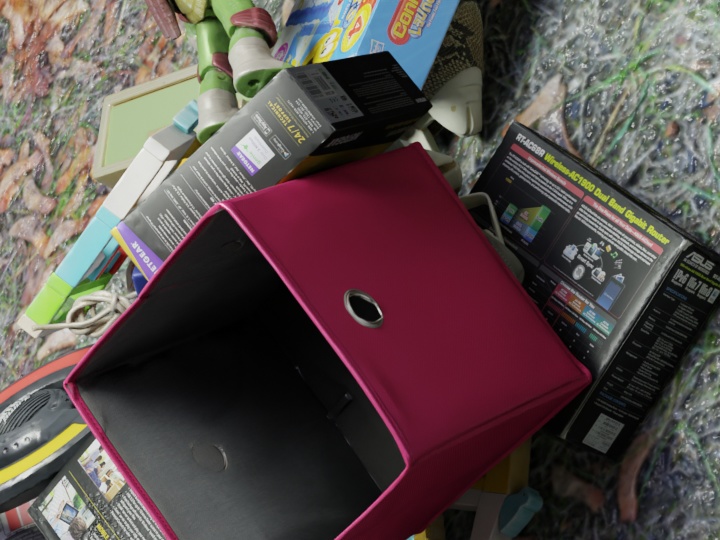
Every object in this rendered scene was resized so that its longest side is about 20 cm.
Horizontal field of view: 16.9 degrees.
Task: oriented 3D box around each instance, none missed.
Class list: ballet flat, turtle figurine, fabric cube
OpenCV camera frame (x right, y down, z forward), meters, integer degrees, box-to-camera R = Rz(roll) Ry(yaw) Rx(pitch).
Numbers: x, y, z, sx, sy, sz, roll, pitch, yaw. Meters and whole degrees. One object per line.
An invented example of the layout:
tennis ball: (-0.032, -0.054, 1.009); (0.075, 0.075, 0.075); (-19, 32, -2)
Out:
ballet flat: (0.043, -0.099, 1.754); (0.075, 0.068, 0.200); (48, 114, 24)
turtle figurine: (-0.070, -0.189, 1.761); (0.143, 0.200, 0.195); (-23, 58, 21)
fabric cube: (-0.019, 0.068, 1.495); (0.197, 0.199, 0.200); (54, 128, 13)
ballet flat: (0.051, -0.042, 1.626); (0.064, 0.068, 0.200); (-30, 45, -4)

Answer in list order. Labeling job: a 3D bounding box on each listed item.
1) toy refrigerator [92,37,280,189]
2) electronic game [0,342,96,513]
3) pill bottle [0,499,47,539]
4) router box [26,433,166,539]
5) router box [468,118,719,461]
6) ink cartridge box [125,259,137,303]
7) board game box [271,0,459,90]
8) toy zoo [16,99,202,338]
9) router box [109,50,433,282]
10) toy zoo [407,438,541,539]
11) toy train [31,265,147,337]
toy refrigerator: (-0.122, -0.117, 1.917); (0.199, 0.070, 0.076); (-14, 61, 41)
electronic game: (-0.243, 0.116, 1.791); (0.199, 0.042, 0.200); (-28, 20, 11)
pill bottle: (-0.240, 0.223, 1.831); (0.116, 0.116, 0.200); (-47, 42, 19)
router box: (-0.124, 0.175, 1.646); (0.149, 0.051, 0.200); (-49, 49, 7)
router box: (0.133, 0.010, 1.597); (0.150, 0.062, 0.200); (-58, 41, 8)
ink cartridge box: (-0.128, 0.022, 1.825); (0.117, 0.067, 0.201); (123, 146, -49)
board game box: (0.017, -0.212, 1.766); (0.196, 0.056, 0.201); (-14, 50, 65)
toy zoo: (-0.173, -0.040, 1.794); (0.020, 0.131, 0.200); (37, 97, 4)
router box: (-0.052, -0.066, 1.543); (0.157, 0.200, 0.052); (-41, 84, 20)
toy zoo: (0.046, 0.147, 1.640); (0.199, 0.020, 0.132); (1, 71, 46)
toy train: (-0.135, -0.014, 1.733); (0.199, 0.085, 0.116); (-8, 42, 5)
